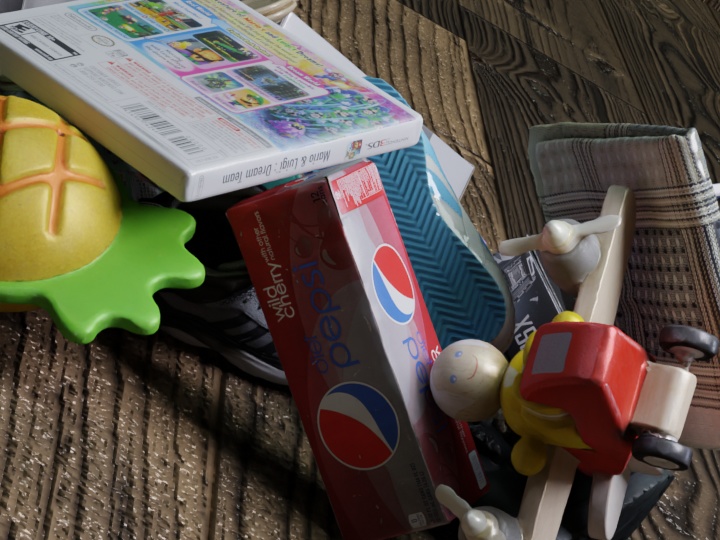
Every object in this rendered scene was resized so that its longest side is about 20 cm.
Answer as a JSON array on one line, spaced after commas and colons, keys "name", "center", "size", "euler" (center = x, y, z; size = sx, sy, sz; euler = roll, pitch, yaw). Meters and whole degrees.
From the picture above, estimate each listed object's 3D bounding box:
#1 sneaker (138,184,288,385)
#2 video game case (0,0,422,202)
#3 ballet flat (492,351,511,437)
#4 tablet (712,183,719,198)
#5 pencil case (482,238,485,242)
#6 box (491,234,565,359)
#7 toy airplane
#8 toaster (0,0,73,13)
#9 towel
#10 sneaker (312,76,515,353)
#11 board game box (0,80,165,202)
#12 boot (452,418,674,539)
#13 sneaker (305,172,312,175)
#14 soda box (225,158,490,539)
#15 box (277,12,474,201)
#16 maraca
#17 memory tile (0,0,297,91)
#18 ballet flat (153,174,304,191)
[{"name": "sneaker", "center": [-0.057, 0.007, 1.374], "size": [0.200, 0.114, 0.076], "euler": [19, 66, -20]}, {"name": "video game case", "center": [-0.095, -0.107, 1.356], "size": [0.182, 0.024, 0.200], "euler": [-16, 40, -43]}, {"name": "ballet flat", "center": [0.094, 0.063, 1.608], "size": [0.046, 0.067, 0.200], "euler": [63, 13, -15]}, {"name": "tablet", "center": [0.157, -0.023, 1.696], "size": [0.130, 0.200, 0.014], "euler": [-13, 81, -32]}, {"name": "pencil case", "center": [0.000, 0.000, 1.554], "size": [0.084, 0.086, 0.200], "euler": [44, 20, 23]}, {"name": "box", "center": [0.157, 0.057, 1.603], "size": [0.158, 0.050, 0.200], "euler": [64, 20, 11]}, {"name": "toy airplane", "center": [0.106, 0.073, 1.284], "size": [0.141, 0.200, 0.200], "euler": [15, 30, 4]}, {"name": "toaster", "center": [-0.274, -0.241, 1.583], "size": [0.180, 0.119, 0.200], "euler": [16, 17, 6]}, {"name": "towel", "center": [0.160, 0.009, 1.376], "size": [0.034, 0.193, 0.200], "euler": [-19, 10, -19]}, {"name": "sneaker", "center": [0.031, -0.028, 1.475], "size": [0.200, 0.076, 0.081], "euler": [64, 5, 17]}, {"name": "board game box", "center": [-0.184, -0.073, 1.522], "size": [0.134, 0.029, 0.200], "euler": [33, 18, -5]}, {"name": "boot", "center": [0.087, 0.107, 1.437], "size": [0.168, 0.076, 0.200], "euler": [44, 27, 19]}, {"name": "sneaker", "center": [-0.078, -0.079, 1.582], "size": [0.200, 0.076, 0.077], "euler": [26, -18, 8]}, {"name": "soda box", "center": [0.000, 0.044, 1.297], "size": [0.063, 0.070, 0.200], "euler": [-27, 100, -61]}, {"name": "box", "center": [-0.040, -0.109, 1.640], "size": [0.156, 0.041, 0.200], "euler": [5, -27, 48]}, {"name": "maraca", "center": [-0.180, -0.028, 1.272], "size": [0.200, 0.107, 0.137], "euler": [28, 49, 14]}, {"name": "memory tile", "center": [-0.131, -0.159, 1.547], "size": [0.153, 0.199, 0.017], "euler": [-79, 154, -71]}, {"name": "ballet flat", "center": [-0.095, -0.064, 1.482], "size": [0.068, 0.069, 0.200], "euler": [-33, 49, -22]}]
